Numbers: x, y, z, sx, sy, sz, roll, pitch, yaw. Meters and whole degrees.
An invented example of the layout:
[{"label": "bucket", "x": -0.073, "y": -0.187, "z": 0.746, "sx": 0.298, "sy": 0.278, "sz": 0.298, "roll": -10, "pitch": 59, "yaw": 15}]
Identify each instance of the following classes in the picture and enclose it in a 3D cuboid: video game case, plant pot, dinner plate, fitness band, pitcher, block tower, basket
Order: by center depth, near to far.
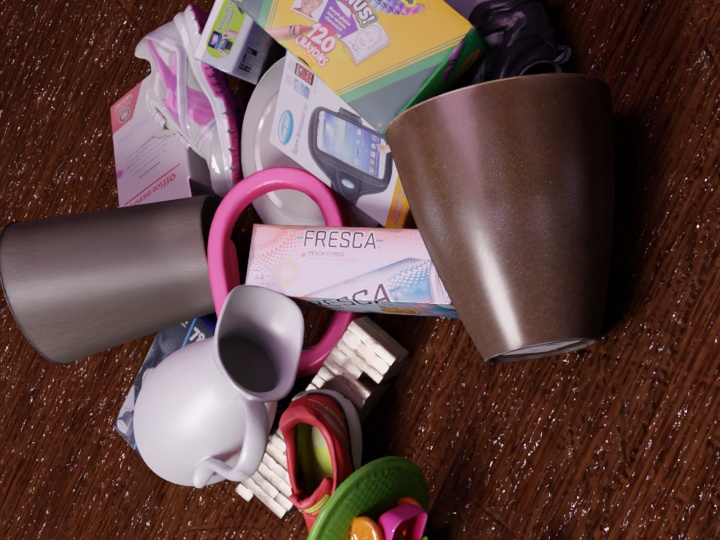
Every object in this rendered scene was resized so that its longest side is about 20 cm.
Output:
[{"label": "plant pot", "x": 0.127, "y": -0.032, "z": 1.292, "sx": 0.187, "sy": 0.187, "sz": 0.201, "roll": -19, "pitch": 75, "yaw": 41}, {"label": "pitcher", "x": -0.127, "y": 0.132, "z": 1.428, "sx": 0.200, "sy": 0.121, "sz": 0.172, "roll": -48, "pitch": 31, "yaw": 46}, {"label": "block tower", "x": -0.032, "y": 0.136, "z": 1.459, "sx": 0.058, "sy": 0.054, "sz": 0.200, "roll": 40, "pitch": 109, "yaw": 13}, {"label": "fitness band", "x": -0.071, "y": 0.001, "z": 1.505, "sx": 0.143, "sy": 0.037, "sz": 0.201, "roll": -18, "pitch": 72, "yaw": 19}, {"label": "dinner plate", "x": -0.047, "y": -0.114, "z": 1.549, "sx": 0.200, "sy": 0.024, "sz": 0.201, "roll": 4, "pitch": 96, "yaw": 37}, {"label": "video game case", "x": -0.089, "y": -0.275, "z": 1.579, "sx": 0.045, "sy": 0.200, "sz": 0.182, "roll": 24, "pitch": 95, "yaw": 7}, {"label": "basket", "x": -0.228, "y": 0.002, "z": 1.602, "sx": 0.199, "sy": 0.180, "sz": 0.136, "roll": -13, "pitch": 57, "yaw": 12}]

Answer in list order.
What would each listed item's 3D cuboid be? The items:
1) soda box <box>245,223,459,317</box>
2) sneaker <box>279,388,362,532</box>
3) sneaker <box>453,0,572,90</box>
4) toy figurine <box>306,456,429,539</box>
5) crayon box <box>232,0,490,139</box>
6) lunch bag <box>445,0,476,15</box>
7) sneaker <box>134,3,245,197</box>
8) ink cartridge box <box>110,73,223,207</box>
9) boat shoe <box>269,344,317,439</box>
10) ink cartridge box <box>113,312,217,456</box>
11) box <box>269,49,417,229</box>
[{"label": "soda box", "x": 0.000, "y": 0.000, "z": 1.425, "sx": 0.199, "sy": 0.064, "sz": 0.069, "roll": 2, "pitch": 78, "yaw": 23}, {"label": "sneaker", "x": -0.031, "y": 0.204, "z": 1.392, "sx": 0.077, "sy": 0.085, "sz": 0.201, "roll": -17, "pitch": 89, "yaw": 23}, {"label": "sneaker", "x": 0.104, "y": -0.153, "z": 1.412, "sx": 0.200, "sy": 0.075, "sz": 0.114, "roll": -47, "pitch": 48, "yaw": 27}, {"label": "toy figurine", "x": 0.064, "y": 0.277, "z": 1.290, "sx": 0.184, "sy": 0.150, "sz": 0.201, "roll": 26, "pitch": 118, "yaw": 38}, {"label": "crayon box", "x": -0.002, "y": -0.214, "z": 1.380, "sx": 0.200, "sy": 0.058, "sz": 0.119, "roll": 43, "pitch": 95, "yaw": 21}, {"label": "lunch bag", "x": 0.048, "y": -0.306, "z": 1.483, "sx": 0.200, "sy": 0.124, "sz": 0.170, "roll": 21, "pitch": 91, "yaw": 13}, {"label": "sneaker", "x": -0.170, "y": -0.165, "z": 1.645, "sx": 0.088, "sy": 0.081, "sz": 0.201, "roll": -19, "pitch": 83, "yaw": 14}, {"label": "ink cartridge box", "x": -0.201, "y": -0.112, "z": 1.722, "sx": 0.116, "sy": 0.067, "sz": 0.201, "roll": -32, "pitch": 54, "yaw": 35}, {"label": "boat shoe", "x": -0.101, "y": 0.124, "z": 1.541, "sx": 0.200, "sy": 0.063, "sz": 0.073, "roll": -31, "pitch": 54, "yaw": 34}, {"label": "ink cartridge box", "x": -0.179, "y": 0.100, "z": 1.649, "sx": 0.099, "sy": 0.039, "sz": 0.200, "roll": 36, "pitch": 102, "yaw": 47}, {"label": "box", "x": -0.011, "y": -0.132, "z": 1.462, "sx": 0.200, "sy": 0.041, "sz": 0.119, "roll": 35, "pitch": 131, "yaw": 27}]
